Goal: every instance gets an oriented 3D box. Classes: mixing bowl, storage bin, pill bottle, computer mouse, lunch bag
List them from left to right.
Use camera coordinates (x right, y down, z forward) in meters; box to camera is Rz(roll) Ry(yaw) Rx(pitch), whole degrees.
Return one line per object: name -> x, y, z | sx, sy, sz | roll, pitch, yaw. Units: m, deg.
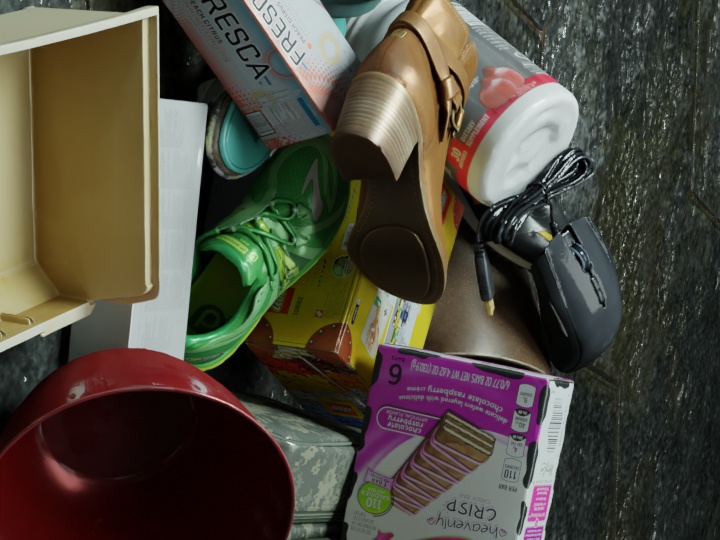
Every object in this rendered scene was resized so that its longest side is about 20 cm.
storage bin -> -0.206, -0.046, 1.218 | 0.200, 0.094, 0.199 | -30, 124, -61
mixing bowl -> -0.148, 0.123, 1.324 | 0.108, 0.200, 0.200 | -110, -173, -54
lunch bag -> -0.084, 0.182, 1.521 | 0.200, 0.139, 0.168 | 13, 95, -67
pill bottle -> 0.066, -0.149, 1.649 | 0.111, 0.200, 0.111 | -37, 152, -23
computer mouse -> 0.154, 0.015, 1.653 | 0.140, 0.046, 0.200 | -33, 127, -33

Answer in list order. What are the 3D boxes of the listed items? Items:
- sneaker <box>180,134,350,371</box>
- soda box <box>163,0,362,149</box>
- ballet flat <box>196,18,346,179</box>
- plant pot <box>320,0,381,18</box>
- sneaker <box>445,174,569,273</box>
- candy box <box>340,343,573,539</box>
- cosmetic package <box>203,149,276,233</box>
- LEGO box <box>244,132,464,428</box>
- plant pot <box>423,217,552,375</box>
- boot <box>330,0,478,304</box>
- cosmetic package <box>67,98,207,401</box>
sneaker -> -0.071, -0.014, 1.475 | 0.200, 0.074, 0.084 | -57, 174, -5
soda box -> -0.078, -0.181, 1.414 | 0.200, 0.064, 0.068 | 55, 43, -26
ballet flat -> -0.078, -0.130, 1.510 | 0.200, 0.072, 0.072 | -57, 146, -43
plant pot -> -0.018, -0.265, 1.487 | 0.200, 0.200, 0.134 | -49, 167, -51
sneaker -> 0.117, -0.085, 1.713 | 0.070, 0.200, 0.090 | -24, 156, -49
candy box -> 0.063, 0.162, 1.493 | 0.061, 0.136, 0.200 | 10, 91, -65
cosmetic package -> -0.056, -0.017, 1.618 | 0.200, 0.052, 0.151 | 19, 78, -65
LEGO box -> 0.000, 0.000, 1.589 | 0.149, 0.077, 0.200 | 54, 48, -56
plant pot -> 0.067, 0.013, 1.774 | 0.187, 0.187, 0.200 | 49, 37, -60
boot -> 0.040, -0.086, 1.481 | 0.155, 0.077, 0.200 | -64, 145, -35
cosmetic package -> -0.151, -0.016, 1.403 | 0.083, 0.051, 0.200 | -2, 99, -69
